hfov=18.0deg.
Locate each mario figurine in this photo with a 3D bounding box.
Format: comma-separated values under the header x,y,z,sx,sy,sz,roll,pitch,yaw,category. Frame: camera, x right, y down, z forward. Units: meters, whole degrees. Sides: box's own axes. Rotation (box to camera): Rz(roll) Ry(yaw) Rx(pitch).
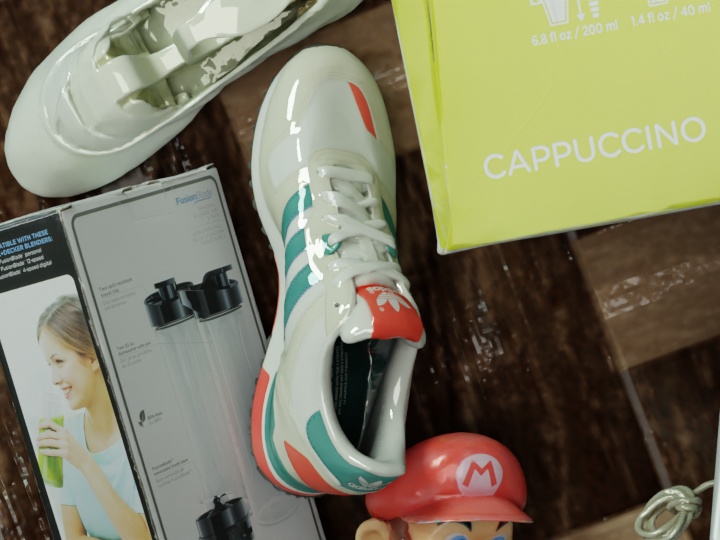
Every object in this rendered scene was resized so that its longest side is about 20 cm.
x,y,z,sx,sy,sz,roll,pitch,yaw,category
0.037,0.171,0.999,0.106,0.123,0.201,13,102,20,mario figurine

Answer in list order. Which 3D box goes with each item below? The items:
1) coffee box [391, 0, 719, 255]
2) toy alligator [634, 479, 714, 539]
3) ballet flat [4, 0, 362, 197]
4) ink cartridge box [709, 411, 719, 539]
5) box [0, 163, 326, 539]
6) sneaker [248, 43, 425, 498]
x,y,z,sx,sy,sz,roll,pitch,yaw,category
0.119,-0.126,0.913,0.199,0.198,0.201,-10,94,10,coffee box
0.213,0.069,0.993,0.200,0.059,0.054,-37,131,10,toy alligator
-0.084,-0.099,1.016,0.200,0.069,0.070,-31,90,11,ballet flat
0.233,0.073,0.855,0.199,0.145,0.146,3,64,12,ink cartridge box
-0.090,0.063,1.003,0.060,0.117,0.201,-14,95,34,box
0.000,0.000,0.981,0.070,0.093,0.201,4,87,-30,sneaker
